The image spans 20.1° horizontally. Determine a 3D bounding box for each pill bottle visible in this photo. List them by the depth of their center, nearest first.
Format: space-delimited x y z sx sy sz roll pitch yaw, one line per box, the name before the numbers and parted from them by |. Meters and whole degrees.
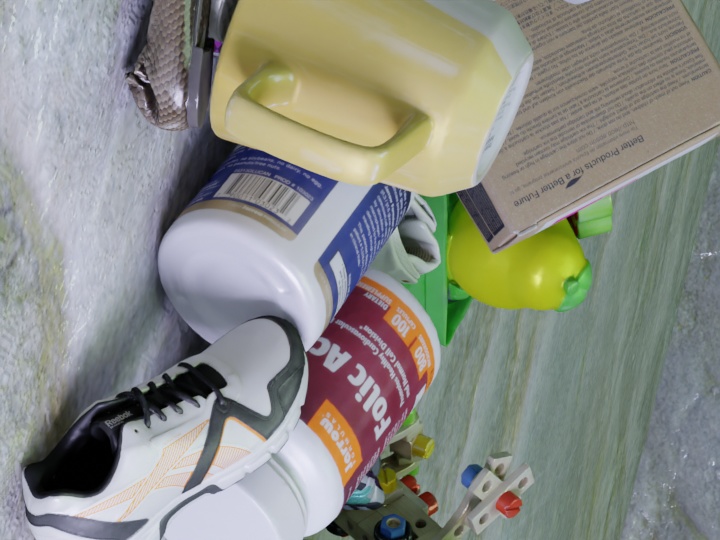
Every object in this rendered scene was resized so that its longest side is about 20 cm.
pill bottle | -0.031 -0.046 1.261 0.200 0.111 0.111 -54 152 -40
pill bottle | -0.041 0.094 1.272 0.200 0.114 0.115 -51 150 -42

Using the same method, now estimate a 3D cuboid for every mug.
mug | 0.006 -0.102 1.154 0.150 0.153 0.187 98 19 -63

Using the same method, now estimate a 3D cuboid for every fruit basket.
fruit basket | 0.092 -0.043 1.544 0.156 0.214 0.216 -60 156 -45

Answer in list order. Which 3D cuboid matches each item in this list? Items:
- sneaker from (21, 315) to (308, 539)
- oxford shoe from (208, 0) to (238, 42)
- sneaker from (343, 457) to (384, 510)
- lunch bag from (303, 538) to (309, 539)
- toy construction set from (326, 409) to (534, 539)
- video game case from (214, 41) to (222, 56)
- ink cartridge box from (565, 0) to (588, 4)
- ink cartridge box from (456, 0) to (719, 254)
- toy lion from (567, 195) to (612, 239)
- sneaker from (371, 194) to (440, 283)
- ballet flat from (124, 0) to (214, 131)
sneaker | -0.106 0.090 1.133 0.200 0.074 0.080 -44 140 -25
oxford shoe | -0.061 -0.230 1.160 0.075 0.057 0.201 -12 118 -66
sneaker | -0.023 0.120 1.443 0.200 0.074 0.088 65 26 -78
lunch bag | -0.019 0.307 1.469 0.122 0.169 0.201 70 33 -62
toy construction set | 0.041 0.167 1.577 0.131 0.200 0.093 -27 121 -29
video game case | -0.036 -0.225 1.280 0.181 0.036 0.201 1 100 -72
ink cartridge box | 0.087 -0.297 1.295 0.043 0.197 0.201 -4 -109 60
ink cartridge box | 0.143 -0.130 1.437 0.199 0.165 0.075 -27 175 -15
toy lion | 0.151 -0.126 1.569 0.192 0.068 0.201 -114 -170 -84
sneaker | 0.000 0.000 1.421 0.200 0.115 0.074 76 29 -59
ballet flat | -0.100 -0.176 1.105 0.067 0.046 0.201 -57 153 -78
